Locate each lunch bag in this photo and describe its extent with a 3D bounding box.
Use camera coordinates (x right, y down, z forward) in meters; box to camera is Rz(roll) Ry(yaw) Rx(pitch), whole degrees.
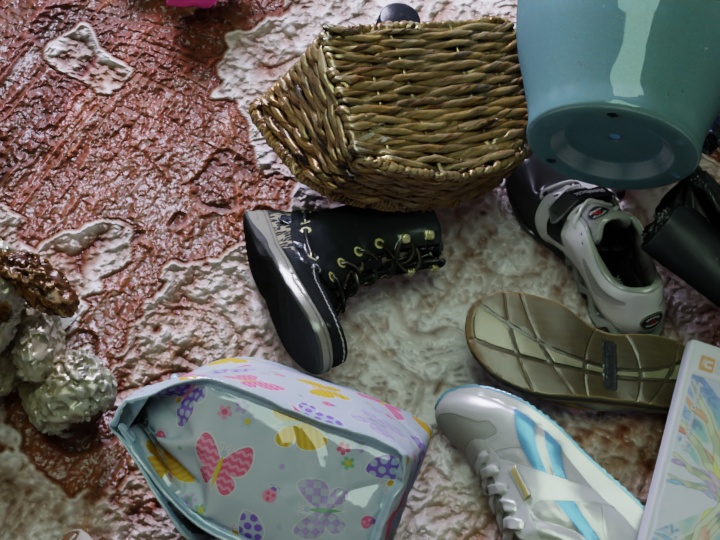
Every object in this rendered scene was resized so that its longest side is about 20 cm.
[{"bbox_3d":[-0.063,0.132,1.065,0.198,0.170,0.128,23,94,6],"label":"lunch bag"}]

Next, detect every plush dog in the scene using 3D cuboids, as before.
[{"bbox_3d":[-0.286,0.032,1.120,0.198,0.172,0.162,-7,58,-6],"label":"plush dog"}]

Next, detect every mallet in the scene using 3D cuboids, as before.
[{"bbox_3d":[0.100,-0.174,1.357,0.198,0.066,0.041,23,59,-7],"label":"mallet"}]

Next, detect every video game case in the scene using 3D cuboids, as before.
[{"bbox_3d":[0.298,0.169,1.087,0.181,0.022,0.202,18,69,4],"label":"video game case"}]

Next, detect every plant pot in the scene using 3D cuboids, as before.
[{"bbox_3d":[0.207,-0.173,1.178,0.198,0.200,0.190,11,69,4],"label":"plant pot"}]

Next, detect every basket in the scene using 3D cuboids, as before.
[{"bbox_3d":[0.034,-0.110,1.240,0.198,0.149,0.144,-9,74,-33],"label":"basket"}]

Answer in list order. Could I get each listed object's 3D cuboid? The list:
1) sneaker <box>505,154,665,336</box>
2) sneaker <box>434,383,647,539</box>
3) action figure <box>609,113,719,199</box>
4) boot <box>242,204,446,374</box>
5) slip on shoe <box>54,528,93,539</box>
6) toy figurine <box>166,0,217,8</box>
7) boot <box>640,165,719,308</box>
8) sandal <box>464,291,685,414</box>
[{"bbox_3d":[0.190,-0.039,1.244,0.074,0.089,0.201,-26,62,-17],"label":"sneaker"},{"bbox_3d":[0.126,0.163,1.122,0.200,0.077,0.081,39,65,21],"label":"sneaker"},{"bbox_3d":[0.282,-0.123,1.295,0.193,0.105,0.200,-35,41,-17],"label":"action figure"},{"bbox_3d":[0.000,-0.002,1.187,0.152,0.074,0.204,-11,31,-14],"label":"boot"},{"bbox_3d":[-0.228,0.274,1.044,0.061,0.076,0.201,43,47,-23],"label":"slip on shoe"},{"bbox_3d":[-0.165,-0.326,1.390,0.198,0.150,0.186,-4,66,20],"label":"toy figurine"},{"bbox_3d":[0.323,-0.023,1.208,0.168,0.077,0.200,45,47,7],"label":"boot"},{"bbox_3d":[0.172,0.075,1.197,0.198,0.054,0.081,13,64,-13],"label":"sandal"}]
